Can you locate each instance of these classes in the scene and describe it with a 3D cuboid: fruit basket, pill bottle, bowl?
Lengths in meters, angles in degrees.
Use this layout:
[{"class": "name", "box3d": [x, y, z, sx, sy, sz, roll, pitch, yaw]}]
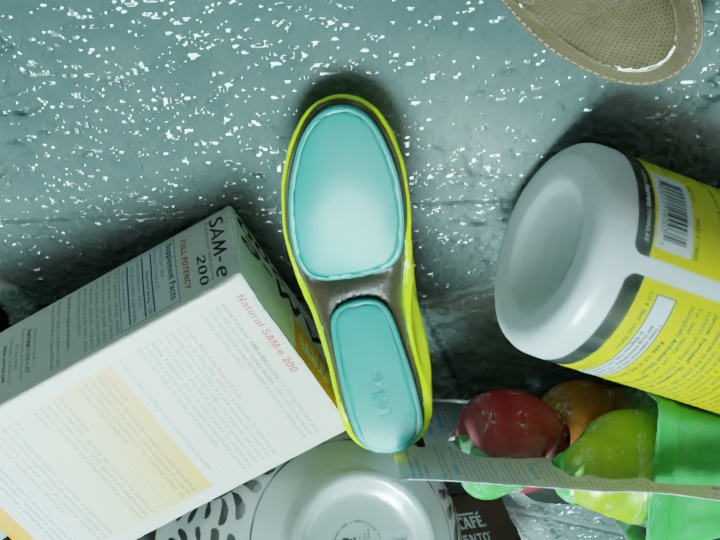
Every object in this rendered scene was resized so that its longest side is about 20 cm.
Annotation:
[{"class": "fruit basket", "box3d": [0.116, 0.108, 0.767, 0.199, 0.185, 0.094, -2, 97, -3]}, {"class": "pill bottle", "box3d": [0.181, 0.015, 0.693, 0.200, 0.113, 0.112, 18, 135, -20]}, {"class": "bowl", "box3d": [-0.013, 0.166, 0.768, 0.200, 0.201, 0.094, 15, 162, -17]}]

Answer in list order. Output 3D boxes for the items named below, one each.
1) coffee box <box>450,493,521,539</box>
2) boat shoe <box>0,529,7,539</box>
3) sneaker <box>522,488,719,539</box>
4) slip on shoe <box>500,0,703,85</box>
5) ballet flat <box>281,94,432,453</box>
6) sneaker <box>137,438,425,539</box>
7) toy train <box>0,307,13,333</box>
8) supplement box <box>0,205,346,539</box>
[{"class": "coffee box", "box3d": [0.015, 0.238, 0.942, 0.114, 0.080, 0.200, 3, 146, -45]}, {"class": "boat shoe", "box3d": [-0.281, 0.145, 0.870, 0.200, 0.071, 0.070, -26, 136, 35]}, {"class": "sneaker", "box3d": [0.202, 0.152, 0.859, 0.199, 0.099, 0.071, -8, 140, 10]}, {"class": "slip on shoe", "box3d": [0.085, -0.137, 0.559, 0.076, 0.061, 0.200, -25, 133, 24]}, {"class": "ballet flat", "box3d": [0.000, 0.000, 0.698, 0.067, 0.067, 0.200, -8, 110, 6]}, {"class": "sneaker", "box3d": [-0.056, 0.144, 0.880, 0.201, 0.067, 0.108, -16, 172, -15]}, {"class": "toy train", "box3d": [-0.154, 0.070, 0.799, 0.200, 0.046, 0.034, 20, 134, -22]}, {"class": "supplement box", "box3d": [-0.123, 0.071, 0.735, 0.200, 0.074, 0.126, -28, 124, 7]}]
